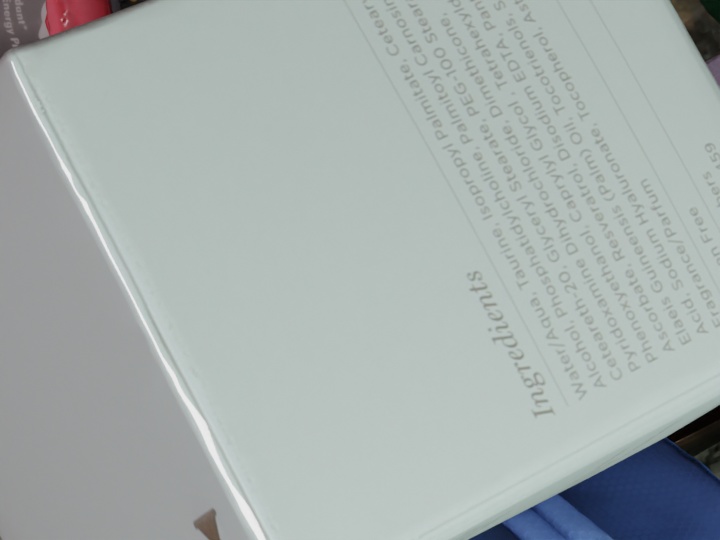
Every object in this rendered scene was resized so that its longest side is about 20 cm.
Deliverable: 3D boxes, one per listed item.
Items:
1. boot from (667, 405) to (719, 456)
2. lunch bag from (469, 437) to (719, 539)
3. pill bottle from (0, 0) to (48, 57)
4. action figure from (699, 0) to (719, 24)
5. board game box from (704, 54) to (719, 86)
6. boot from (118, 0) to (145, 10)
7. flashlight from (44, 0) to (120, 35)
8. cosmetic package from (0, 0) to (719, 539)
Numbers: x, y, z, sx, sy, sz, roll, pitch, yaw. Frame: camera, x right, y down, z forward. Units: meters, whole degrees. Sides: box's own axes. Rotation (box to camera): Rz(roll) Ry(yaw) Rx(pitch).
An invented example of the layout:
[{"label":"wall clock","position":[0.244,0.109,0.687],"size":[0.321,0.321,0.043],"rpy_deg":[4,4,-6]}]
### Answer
[{"label":"boot","position":[0.086,0.085,1.074],"size":[0.200,0.097,0.075],"rpy_deg":[-23,45,11]},{"label":"lunch bag","position":[0.073,0.126,0.940],"size":[0.200,0.136,0.133],"rpy_deg":[37,146,50]},{"label":"pill bottle","position":[-0.072,-0.120,1.169],"size":[0.200,0.114,0.114],"rpy_deg":[2,91,40]},{"label":"action figure","position":[0.221,-0.092,0.943],"size":[0.199,0.118,0.055],"rpy_deg":[7,82,32]},{"label":"board game box","position":[0.215,-0.026,0.805],"size":[0.200,0.041,0.200],"rpy_deg":[-27,47,15]},{"label":"boot","position":[-0.086,-0.098,1.033],"size":[0.200,0.077,0.138],"rpy_deg":[36,106,-9]},{"label":"flashlight","position":[-0.116,-0.097,1.087],"size":[0.068,0.068,0.201],"rpy_deg":[-6,111,12]},{"label":"cosmetic package","position":[-0.006,0.005,0.805],"size":[0.167,0.200,0.167],"rpy_deg":[62,150,6]}]
